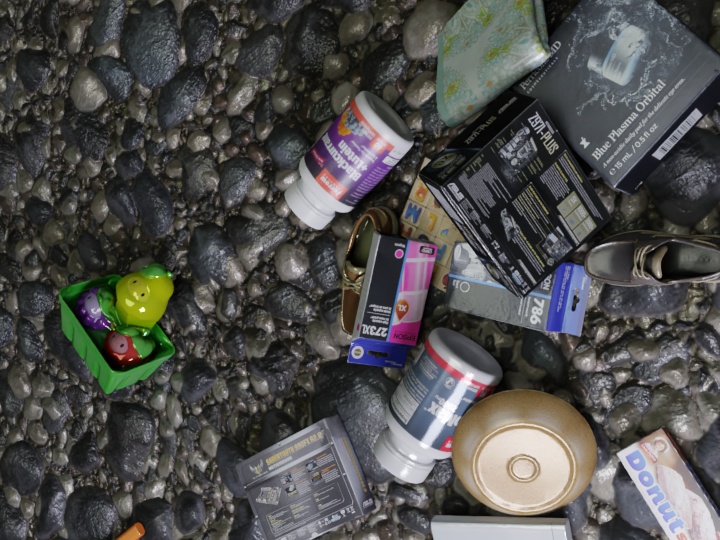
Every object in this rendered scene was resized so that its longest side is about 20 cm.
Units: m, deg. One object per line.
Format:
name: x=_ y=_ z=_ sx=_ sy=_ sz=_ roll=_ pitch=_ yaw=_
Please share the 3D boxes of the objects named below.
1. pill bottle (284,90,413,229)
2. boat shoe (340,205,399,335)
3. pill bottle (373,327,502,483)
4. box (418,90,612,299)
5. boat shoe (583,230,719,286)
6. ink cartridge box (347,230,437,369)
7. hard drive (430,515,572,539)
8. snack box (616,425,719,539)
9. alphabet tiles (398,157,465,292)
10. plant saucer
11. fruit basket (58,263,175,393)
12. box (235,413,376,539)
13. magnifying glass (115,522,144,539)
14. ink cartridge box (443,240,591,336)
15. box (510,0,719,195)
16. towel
pill bottle: x=-0.023 y=-0.160 z=1.328 sx=0.200 sy=0.111 sz=0.112 roll=-46 pitch=70 yaw=21
boat shoe: x=0.000 y=0.000 z=1.335 sx=0.075 sy=0.073 sz=0.204 roll=17 pitch=102 yaw=28
pill bottle: x=0.104 y=0.196 z=1.256 sx=0.119 sy=0.119 sz=0.202 roll=37 pitch=107 yaw=23
box: x=0.199 y=-0.097 z=1.134 sx=0.163 sy=0.086 sz=0.201 roll=-42 pitch=115 yaw=-1
boat shoe: x=0.381 y=-0.018 z=1.129 sx=0.197 sy=0.073 sz=0.076 roll=-5 pitch=88 yaw=29
ink cartridge box: x=0.046 y=0.049 z=1.301 sx=0.037 sy=0.093 sz=0.204 roll=-137 pitch=57 yaw=-68
hard drive: x=0.204 y=0.411 z=1.238 sx=0.197 sy=0.027 sz=0.134 roll=-7 pitch=102 yaw=29
snack box: x=0.417 y=0.307 z=1.138 sx=0.072 sy=0.024 sz=0.202 roll=-37 pitch=74 yaw=25
alphabet tiles: x=0.137 y=-0.073 z=1.300 sx=0.165 sy=0.006 sz=0.203 roll=28 pitch=104 yaw=25
plant saucer: x=0.220 y=0.257 z=1.188 sx=0.196 sy=0.036 sz=0.204 roll=4 pitch=113 yaw=9
fruit basket: x=-0.412 y=0.079 z=1.535 sx=0.213 sy=0.154 sz=0.220 roll=14 pitch=111 yaw=38
box: x=-0.090 y=0.343 z=1.403 sx=0.198 sy=0.048 sz=0.160 roll=-31 pitch=75 yaw=25
magnifying glass: x=-0.466 y=0.524 z=1.627 sx=0.199 sy=0.022 sz=0.080 roll=-40 pitch=72 yaw=22
ink cartridge box: x=0.218 y=0.024 z=1.234 sx=0.197 sy=0.039 sz=0.101 roll=11 pitch=95 yaw=25
box: x=0.335 y=-0.239 z=1.130 sx=0.200 sy=0.117 sz=0.197 roll=49 pitch=111 yaw=21
towel: x=0.173 y=-0.308 z=1.189 sx=0.171 sy=0.048 sz=0.203 roll=-36 pitch=39 yaw=39
